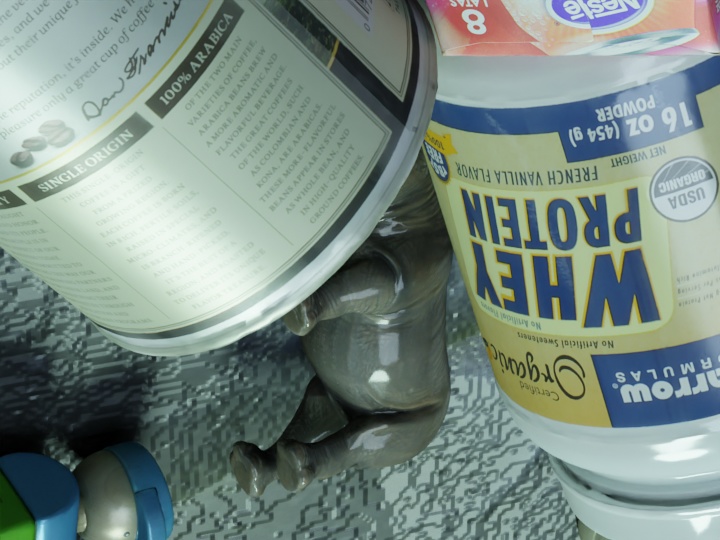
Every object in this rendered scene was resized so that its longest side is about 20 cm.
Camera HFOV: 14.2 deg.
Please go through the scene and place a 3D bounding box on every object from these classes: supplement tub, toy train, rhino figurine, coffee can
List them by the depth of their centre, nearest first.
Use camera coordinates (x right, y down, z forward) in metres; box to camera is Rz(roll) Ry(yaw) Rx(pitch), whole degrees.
[{"bbox_3d":[-0.092,-0.087,0.851,0.146,0.147,0.200,-39,128,11],"label":"coffee can"},{"bbox_3d":[0.102,-0.021,0.980,0.144,0.145,0.201,-21,116,-4],"label":"supplement tub"},{"bbox_3d":[0.000,0.000,1.097,0.087,0.060,0.201,-20,132,-30],"label":"rhino figurine"},{"bbox_3d":[-0.139,0.158,1.164,0.115,0.085,0.201,-14,131,-27],"label":"toy train"}]

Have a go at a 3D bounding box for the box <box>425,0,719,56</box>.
[{"bbox_3d":[0.082,-0.167,0.901,0.094,0.201,0.103,1,136,23],"label":"box"}]

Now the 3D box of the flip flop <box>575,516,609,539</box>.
[{"bbox_3d":[0.175,0.141,1.273,0.200,0.058,0.081,32,110,-36],"label":"flip flop"}]
